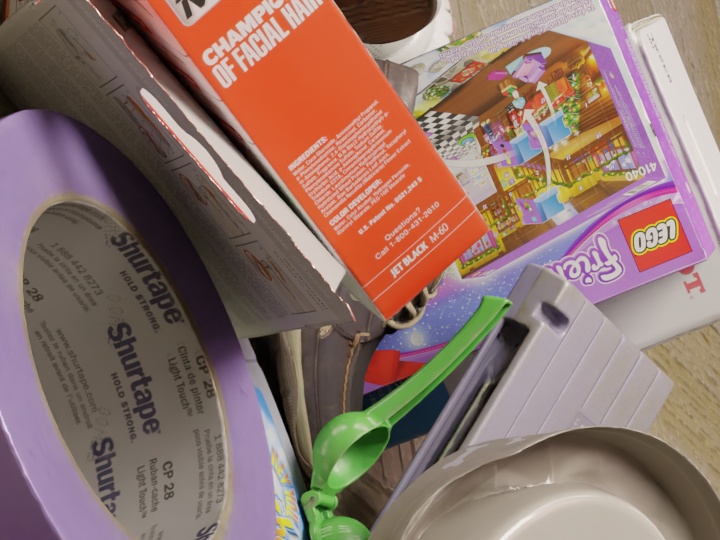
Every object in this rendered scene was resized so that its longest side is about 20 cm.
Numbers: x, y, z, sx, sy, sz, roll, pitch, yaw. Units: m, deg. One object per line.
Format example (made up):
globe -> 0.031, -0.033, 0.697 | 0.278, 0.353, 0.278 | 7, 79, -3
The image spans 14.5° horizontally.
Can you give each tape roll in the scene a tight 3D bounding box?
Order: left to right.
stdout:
tape roll -> -0.115, 0.050, 0.994 | 0.200, 0.085, 0.200 | 51, 28, -40

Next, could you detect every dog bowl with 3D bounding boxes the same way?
dog bowl -> 0.072, 0.159, 1.161 | 0.200, 0.059, 0.200 | -4, 96, -39

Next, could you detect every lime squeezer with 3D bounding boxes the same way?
lime squeezer -> 0.009, 0.104, 1.188 | 0.038, 0.071, 0.200 | 50, 53, -80

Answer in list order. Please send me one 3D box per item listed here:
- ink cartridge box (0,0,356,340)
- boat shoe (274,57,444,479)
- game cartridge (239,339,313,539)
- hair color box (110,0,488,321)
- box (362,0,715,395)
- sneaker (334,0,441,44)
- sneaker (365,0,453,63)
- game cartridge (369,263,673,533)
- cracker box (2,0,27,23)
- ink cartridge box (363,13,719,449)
ink cartridge box -> -0.064, -0.048, 1.067 | 0.161, 0.050, 0.200 | 49, -17, -8
boat shoe -> 0.000, 0.000, 1.264 | 0.074, 0.073, 0.200 | -73, 163, -77
game cartridge -> -0.061, 0.097, 1.151 | 0.133, 0.040, 0.200 | 7, 64, -71
hair color box -> -0.040, -0.082, 1.127 | 0.200, 0.064, 0.111 | 52, -7, -38
box -> 0.046, -0.034, 1.307 | 0.137, 0.200, 0.039 | 68, 15, -3
sneaker -> -0.027, -0.178, 1.203 | 0.200, 0.073, 0.085 | 45, 34, -43
sneaker -> -0.007, -0.200, 1.509 | 0.088, 0.081, 0.200 | 26, 45, -63
game cartridge -> 0.059, 0.108, 1.271 | 0.200, 0.038, 0.130 | -59, 146, -7
cracker box -> -0.095, -0.139, 1.266 | 0.134, 0.058, 0.200 | 49, 28, -41
ink cartridge box -> 0.078, -0.020, 1.370 | 0.145, 0.200, 0.084 | 67, 19, -3
